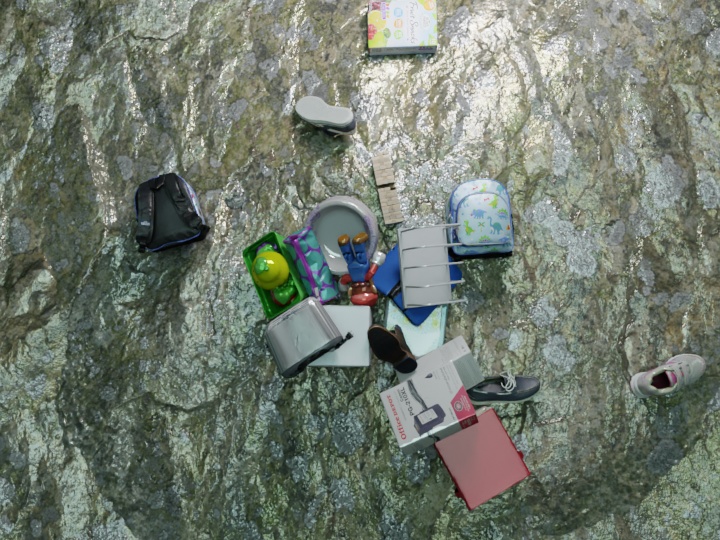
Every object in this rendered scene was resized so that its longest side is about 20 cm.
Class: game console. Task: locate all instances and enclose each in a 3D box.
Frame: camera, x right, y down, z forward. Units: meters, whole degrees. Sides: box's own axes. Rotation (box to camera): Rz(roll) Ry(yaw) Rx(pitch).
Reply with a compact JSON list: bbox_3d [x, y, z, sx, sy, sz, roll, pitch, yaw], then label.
[{"bbox_3d":[0.142,0.020,1.717,0.200,0.118,0.171,-45,103,-15],"label":"game console"}]

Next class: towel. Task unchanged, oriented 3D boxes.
[{"bbox_3d":[0.146,0.149,1.720,0.168,0.048,0.204,7,82,6],"label":"towel"}]

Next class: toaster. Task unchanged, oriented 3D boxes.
[{"bbox_3d":[-0.129,0.152,1.494,0.198,0.114,0.130,-33,80,-1],"label":"toaster"}]

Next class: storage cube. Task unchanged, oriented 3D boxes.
[{"bbox_3d":[0.295,0.461,1.608,0.198,0.171,0.182,-30,81,-2],"label":"storage cube"}]

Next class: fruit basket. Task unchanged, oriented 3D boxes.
[{"bbox_3d":[-0.233,0.010,1.662,0.154,0.215,0.218,-28,81,30],"label":"fruit basket"}]

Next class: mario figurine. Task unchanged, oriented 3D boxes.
[{"bbox_3d":[0.000,0.000,1.649,0.105,0.123,0.203,-24,114,-29],"label":"mario figurine"}]

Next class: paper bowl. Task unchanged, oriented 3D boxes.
[{"bbox_3d":[-0.049,-0.097,1.711,0.197,0.104,0.204,3,108,9],"label":"paper bowl"}]

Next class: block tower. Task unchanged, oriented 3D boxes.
[{"bbox_3d":[0.073,-0.223,1.769,0.053,0.058,0.204,-11,80,1],"label":"block tower"}]

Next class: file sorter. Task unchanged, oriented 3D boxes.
[{"bbox_3d":[0.183,-0.012,1.605,0.136,0.124,0.204,-5,90,-20],"label":"file sorter"}]

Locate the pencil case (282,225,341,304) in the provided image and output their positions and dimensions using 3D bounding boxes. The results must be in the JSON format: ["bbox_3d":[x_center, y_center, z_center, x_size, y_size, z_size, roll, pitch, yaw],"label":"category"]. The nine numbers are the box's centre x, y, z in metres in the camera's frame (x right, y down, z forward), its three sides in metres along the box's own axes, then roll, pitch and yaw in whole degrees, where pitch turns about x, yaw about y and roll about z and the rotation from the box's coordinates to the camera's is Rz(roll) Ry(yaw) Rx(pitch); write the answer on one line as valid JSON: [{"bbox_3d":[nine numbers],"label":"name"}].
[{"bbox_3d":[-0.125,-0.008,1.650,0.084,0.092,0.203,-21,101,16],"label":"pencil case"}]

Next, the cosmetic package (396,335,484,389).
[{"bbox_3d":[0.205,0.272,1.650,0.198,0.085,0.108,-28,117,4],"label":"cosmetic package"}]

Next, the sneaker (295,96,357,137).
[{"bbox_3d":[-0.095,-0.425,1.798,0.198,0.080,0.079,27,77,30],"label":"sneaker"}]

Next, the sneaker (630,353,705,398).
[{"bbox_3d":[0.808,0.277,1.655,0.197,0.088,0.082,-25,82,-2],"label":"sneaker"}]

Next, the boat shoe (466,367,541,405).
[{"bbox_3d":[0.374,0.301,1.672,0.196,0.063,0.075,-6,37,6],"label":"boat shoe"}]

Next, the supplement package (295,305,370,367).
[{"bbox_3d":[-0.065,0.172,1.646,0.187,0.200,0.150,0,82,3],"label":"supplement package"}]

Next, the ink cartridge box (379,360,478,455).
[{"bbox_3d":[0.162,0.331,1.536,0.197,0.085,0.146,-25,60,3],"label":"ink cartridge box"}]

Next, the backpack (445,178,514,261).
[{"bbox_3d":[0.318,-0.140,1.703,0.179,0.147,0.204,-3,79,-1],"label":"backpack"}]

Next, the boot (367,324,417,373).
[{"bbox_3d":[0.068,0.173,1.602,0.074,0.200,0.098,-32,40,12],"label":"boot"}]

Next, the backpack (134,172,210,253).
[{"bbox_3d":[-0.515,-0.158,1.734,0.197,0.154,0.194,-15,90,-6],"label":"backpack"}]

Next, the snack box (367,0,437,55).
[{"bbox_3d":[0.119,-0.697,1.834,0.196,0.053,0.145,-1,83,2],"label":"snack box"}]
